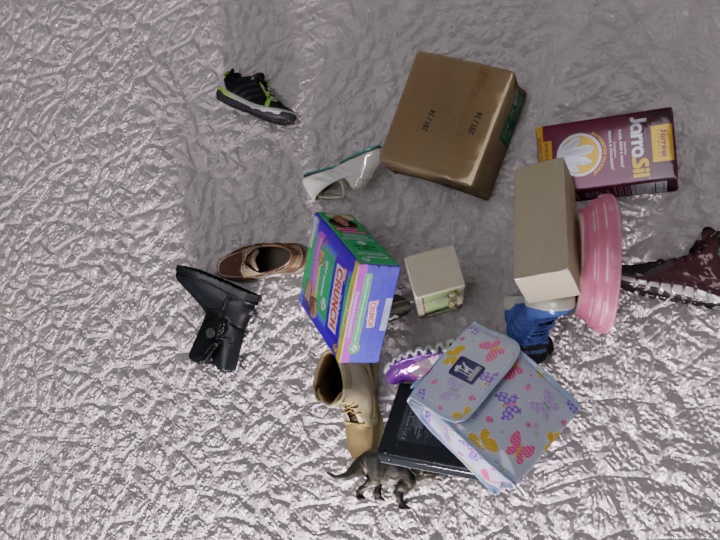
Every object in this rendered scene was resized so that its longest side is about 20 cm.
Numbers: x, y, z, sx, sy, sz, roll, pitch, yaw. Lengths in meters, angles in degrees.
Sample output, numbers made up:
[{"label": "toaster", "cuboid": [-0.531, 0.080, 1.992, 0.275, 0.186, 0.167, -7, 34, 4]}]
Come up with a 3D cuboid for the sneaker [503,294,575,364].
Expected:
[{"label": "sneaker", "cuboid": [0.270, 0.090, 1.067, 0.076, 0.200, 0.112, -4, 87, -10]}]

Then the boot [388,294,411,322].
[{"label": "boot", "cuboid": [-0.001, -0.001, 1.249, 0.181, 0.072, 0.202, -21, 70, 39]}]

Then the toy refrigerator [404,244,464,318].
[{"label": "toy refrigerator", "cuboid": [0.119, 0.025, 1.116, 0.075, 0.200, 0.071, -15, 76, 3]}]

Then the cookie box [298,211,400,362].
[{"label": "cookie box", "cuboid": [-0.024, 0.023, 1.131, 0.200, 0.075, 0.172, 48, 132, 54]}]

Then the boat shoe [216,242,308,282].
[{"label": "boat shoe", "cuboid": [-0.194, -0.021, 1.348, 0.199, 0.072, 0.076, -11, 80, 23]}]

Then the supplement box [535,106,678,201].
[{"label": "supplement box", "cuboid": [0.379, -0.173, 1.094, 0.199, 0.086, 0.111, -5, 82, 24]}]

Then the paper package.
[{"label": "paper package", "cuboid": [0.157, -0.243, 1.195, 0.190, 0.103, 0.201, 21, 93, 24]}]

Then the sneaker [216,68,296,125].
[{"label": "sneaker", "cuboid": [-0.204, -0.348, 1.389, 0.199, 0.072, 0.083, 25, 94, 25]}]

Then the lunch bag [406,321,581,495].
[{"label": "lunch bag", "cuboid": [0.189, 0.196, 1.042, 0.200, 0.127, 0.169, 44, 68, 13]}]

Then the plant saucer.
[{"label": "plant saucer", "cuboid": [0.337, -0.011, 1.030, 0.050, 0.200, 0.202, 2, 85, 10]}]

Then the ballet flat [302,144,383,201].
[{"label": "ballet flat", "cuboid": [-0.025, -0.169, 1.280, 0.199, 0.069, 0.070, -14, 78, 42]}]

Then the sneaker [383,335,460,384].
[{"label": "sneaker", "cuboid": [0.134, 0.165, 1.166, 0.199, 0.080, 0.089, -18, 71, 19]}]

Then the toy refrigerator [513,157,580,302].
[{"label": "toy refrigerator", "cuboid": [0.264, -0.057, 1.006, 0.075, 0.070, 0.201, -12, 50, 27]}]

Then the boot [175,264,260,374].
[{"label": "boot", "cuboid": [-0.305, 0.094, 1.383, 0.199, 0.076, 0.169, 22, 90, 19]}]

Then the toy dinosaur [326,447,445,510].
[{"label": "toy dinosaur", "cuboid": [0.046, 0.340, 1.193, 0.198, 0.077, 0.103, 9, 83, 13]}]

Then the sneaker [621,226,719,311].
[{"label": "sneaker", "cuboid": [0.473, -0.013, 1.048, 0.198, 0.076, 0.116, 13, 85, 15]}]

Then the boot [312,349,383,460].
[{"label": "boot", "cuboid": [-0.020, 0.231, 1.194, 0.072, 0.155, 0.202, -2, 84, 24]}]

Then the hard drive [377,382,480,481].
[{"label": "hard drive", "cuboid": [0.140, 0.259, 1.148, 0.199, 0.033, 0.140, 4, 51, 25]}]
